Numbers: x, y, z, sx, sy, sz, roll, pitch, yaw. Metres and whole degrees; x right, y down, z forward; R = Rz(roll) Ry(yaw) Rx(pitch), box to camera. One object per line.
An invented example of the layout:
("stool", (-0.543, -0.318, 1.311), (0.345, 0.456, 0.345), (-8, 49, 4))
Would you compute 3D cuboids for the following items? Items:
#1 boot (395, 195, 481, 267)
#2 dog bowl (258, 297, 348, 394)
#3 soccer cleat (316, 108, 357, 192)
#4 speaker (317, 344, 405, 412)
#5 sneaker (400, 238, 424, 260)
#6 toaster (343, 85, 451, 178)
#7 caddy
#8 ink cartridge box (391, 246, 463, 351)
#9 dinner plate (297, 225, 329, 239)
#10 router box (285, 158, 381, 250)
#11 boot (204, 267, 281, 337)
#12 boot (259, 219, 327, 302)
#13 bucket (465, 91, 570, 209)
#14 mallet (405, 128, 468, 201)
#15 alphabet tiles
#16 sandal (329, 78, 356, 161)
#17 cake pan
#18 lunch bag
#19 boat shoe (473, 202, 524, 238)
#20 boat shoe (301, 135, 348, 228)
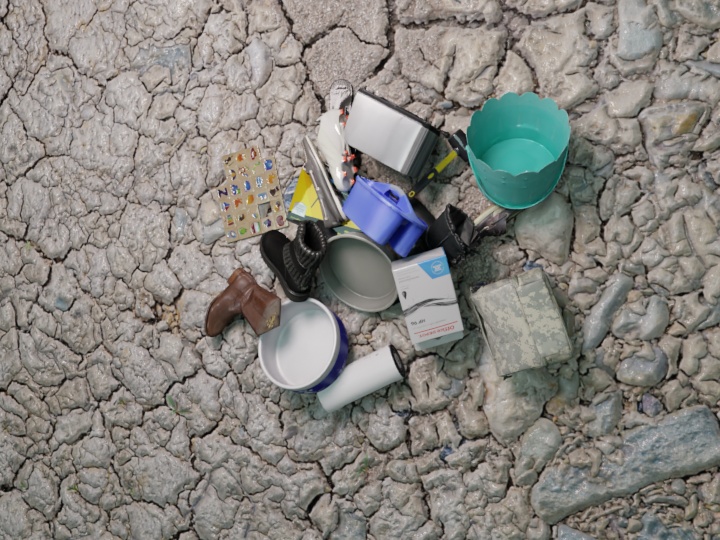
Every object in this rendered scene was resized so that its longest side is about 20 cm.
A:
("boot", (0.159, -0.095, 1.305), (0.072, 0.162, 0.201), (-32, 88, -23))
("dog bowl", (-0.127, 0.168, 1.391), (0.194, 0.079, 0.206), (-8, 68, 20))
("soccer cleat", (-0.055, -0.254, 1.345), (0.076, 0.069, 0.206), (-16, 65, 24))
("speaker", (-0.002, 0.242, 1.398), (0.196, 0.081, 0.083), (-28, 86, 12))
("sneaker", (0.131, 0.029, 1.333), (0.059, 0.203, 0.104), (-26, 53, -28))
("toaster", (0.074, -0.285, 1.316), (0.196, 0.181, 0.121), (29, 103, 10))
("caddy", (0.052, -0.120, 1.255), (0.106, 0.140, 0.200), (-55, 40, 10))
("ink cartridge box", (0.141, 0.071, 1.270), (0.113, 0.068, 0.206), (-15, 105, 5))
("dinner plate", (-0.053, -0.123, 1.429), (0.194, 0.024, 0.207), (1, 93, 14))
("router box", (-0.051, -0.149, 1.388), (0.195, 0.051, 0.153), (20, 96, 10))
("boot", (-0.266, 0.111, 1.420), (0.199, 0.063, 0.190), (34, 99, 42))
("boot", (-0.147, -0.056, 1.369), (0.213, 0.078, 0.160), (53, 139, 31))
("bucket", (0.313, -0.234, 1.246), (0.200, 0.136, 0.213), (-6, 61, 11))
("mallet", (0.161, -0.225, 1.329), (0.198, 0.041, 0.067), (-36, 91, -12))
("alphabet tiles", (-0.266, -0.186, 1.487), (0.162, 0.008, 0.206), (-13, 88, 14))
("sandal", (-0.049, -0.331, 1.410), (0.073, 0.045, 0.207), (-1, 91, 12))
("cake pan", (0.000, 0.000, 1.363), (0.195, 0.037, 0.205), (17, 132, 19))
("lunch bag", (0.327, 0.106, 1.285), (0.164, 0.139, 0.206), (-20, 86, 12))
("boat shoe", (0.291, -0.106, 1.323), (0.199, 0.072, 0.065), (-43, 78, 5))
("boat shoe", (-0.091, -0.187, 1.335), (0.056, 0.067, 0.204), (-25, 89, 7))
